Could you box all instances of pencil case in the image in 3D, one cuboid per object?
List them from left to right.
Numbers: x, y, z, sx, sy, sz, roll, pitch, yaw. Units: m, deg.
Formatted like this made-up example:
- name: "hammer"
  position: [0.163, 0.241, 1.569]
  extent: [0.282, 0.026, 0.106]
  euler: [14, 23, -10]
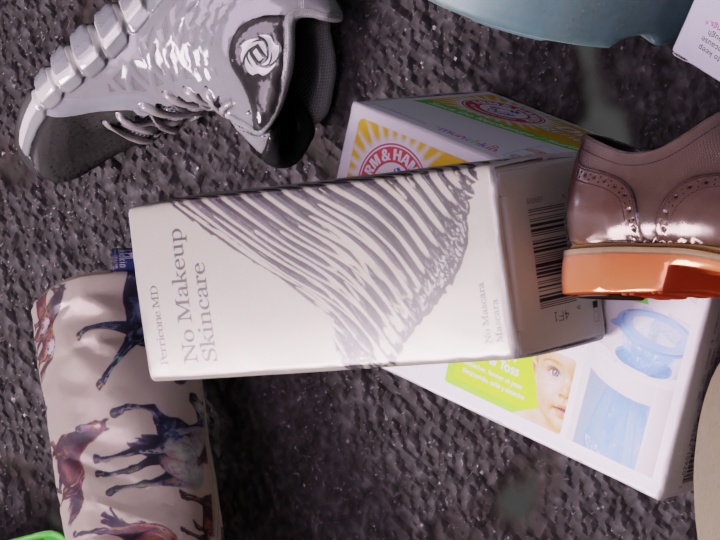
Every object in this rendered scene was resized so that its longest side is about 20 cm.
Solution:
- name: "pencil case"
  position: [-0.103, 0.093, 1.420]
  extent: [0.089, 0.078, 0.201]
  euler: [-16, 66, 12]

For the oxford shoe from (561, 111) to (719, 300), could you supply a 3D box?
- name: "oxford shoe"
  position: [0.160, -0.030, 1.112]
  extent: [0.199, 0.071, 0.073]
  euler: [-4, 85, 34]

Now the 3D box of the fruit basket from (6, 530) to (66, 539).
- name: "fruit basket"
  position: [-0.205, 0.220, 1.473]
  extent: [0.215, 0.215, 0.157]
  euler: [-16, 85, 39]

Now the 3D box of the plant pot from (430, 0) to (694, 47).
- name: "plant pot"
  position: [0.094, -0.208, 1.200]
  extent: [0.200, 0.200, 0.197]
  euler: [30, 122, 32]

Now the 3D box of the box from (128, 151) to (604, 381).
- name: "box"
  position: [0.000, 0.000, 1.234]
  extent: [0.199, 0.068, 0.083]
  euler: [-7, 93, 39]

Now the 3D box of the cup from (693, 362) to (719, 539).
- name: "cup"
  position: [0.208, 0.083, 1.150]
  extent: [0.143, 0.199, 0.201]
  euler: [49, 127, 58]

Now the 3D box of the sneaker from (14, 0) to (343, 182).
- name: "sneaker"
  position: [-0.081, -0.080, 1.420]
  extent: [0.200, 0.075, 0.116]
  euler: [-46, 70, 32]

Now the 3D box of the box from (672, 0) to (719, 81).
- name: "box"
  position: [0.247, -0.114, 1.136]
  extent: [0.200, 0.096, 0.177]
  euler: [35, 116, 30]

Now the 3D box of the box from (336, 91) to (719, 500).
- name: "box"
  position: [0.088, 0.004, 1.274]
  extent: [0.199, 0.101, 0.113]
  euler: [23, 109, 34]
